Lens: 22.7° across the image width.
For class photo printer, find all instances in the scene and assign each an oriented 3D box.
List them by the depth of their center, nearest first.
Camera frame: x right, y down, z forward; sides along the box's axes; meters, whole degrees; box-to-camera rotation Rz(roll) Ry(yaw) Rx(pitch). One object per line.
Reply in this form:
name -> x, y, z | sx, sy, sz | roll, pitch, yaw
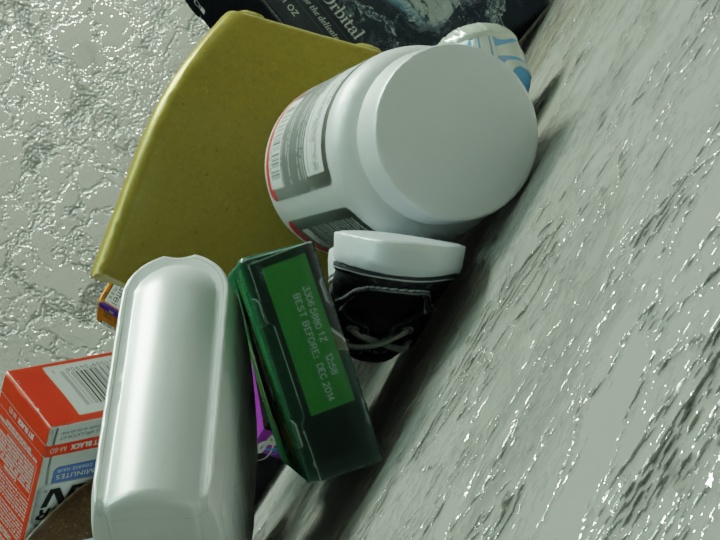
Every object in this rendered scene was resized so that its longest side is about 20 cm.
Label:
photo printer -> -0.094, 0.103, 0.951 | 0.200, 0.069, 0.167 | -90, -3, -49

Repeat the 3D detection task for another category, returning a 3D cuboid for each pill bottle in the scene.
pill bottle -> 0.022, -0.069, 1.050 | 0.114, 0.114, 0.200 | -60, 15, -12

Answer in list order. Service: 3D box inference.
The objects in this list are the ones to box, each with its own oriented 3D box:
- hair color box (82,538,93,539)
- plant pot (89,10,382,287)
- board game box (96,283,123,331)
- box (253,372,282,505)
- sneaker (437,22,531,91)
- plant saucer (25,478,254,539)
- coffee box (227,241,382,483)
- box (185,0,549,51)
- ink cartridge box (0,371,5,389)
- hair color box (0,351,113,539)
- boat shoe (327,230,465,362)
hair color box -> -0.149, 0.209, 1.032 | 0.099, 0.061, 0.200 | -58, -23, 15
plant pot -> -0.063, -0.065, 1.236 | 0.194, 0.195, 0.201 | 174, 110, -85
board game box -> -0.123, 0.005, 1.757 | 0.200, 0.199, 0.200 | -60, 4, -10
box -> -0.114, 0.154, 1.456 | 0.200, 0.036, 0.143 | -56, 26, 24
sneaker -> 0.069, -0.103, 1.177 | 0.200, 0.072, 0.073 | 101, 169, -81
plant saucer -> -0.142, 0.202, 1.151 | 0.200, 0.037, 0.201 | -27, -41, -27
coffee box -> -0.035, 0.049, 0.994 | 0.044, 0.123, 0.200 | -18, -2, -7
box -> 0.003, -0.213, 1.412 | 0.200, 0.197, 0.117 | -37, -4, -23
ink cartridge box -> -0.300, 0.154, 1.294 | 0.200, 0.117, 0.067 | -62, 7, -22
hair color box -> -0.184, 0.152, 1.145 | 0.111, 0.064, 0.201 | -10, -49, -39
boat shoe -> 0.011, 0.017, 0.991 | 0.200, 0.071, 0.068 | 159, 118, -80
